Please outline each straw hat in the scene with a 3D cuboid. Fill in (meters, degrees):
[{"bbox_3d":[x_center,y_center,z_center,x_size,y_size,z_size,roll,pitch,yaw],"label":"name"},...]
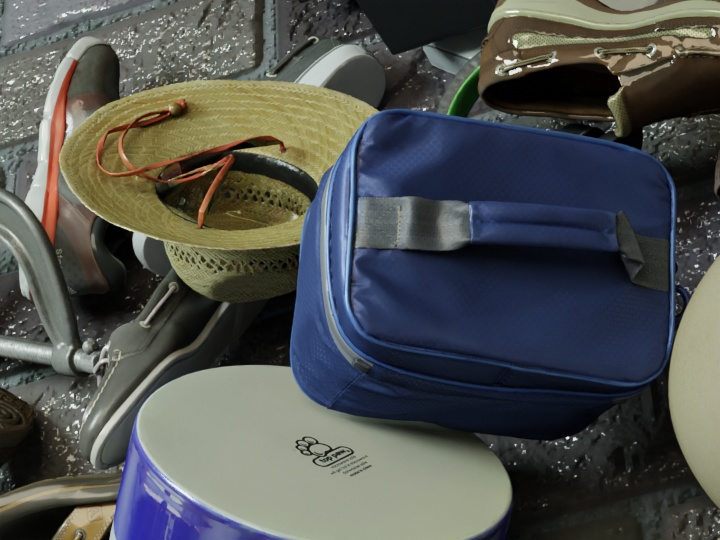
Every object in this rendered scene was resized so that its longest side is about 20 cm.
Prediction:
[{"bbox_3d":[-0.070,-0.030,1.328,0.199,0.086,0.202,0,33,0],"label":"straw hat"}]

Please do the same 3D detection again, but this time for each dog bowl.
[{"bbox_3d":[-0.025,0.126,1.178,0.198,0.079,0.200,11,21,-4],"label":"dog bowl"}]

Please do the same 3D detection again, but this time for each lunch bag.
[{"bbox_3d":[0.071,0.004,1.180,0.198,0.132,0.137,6,72,-12],"label":"lunch bag"}]

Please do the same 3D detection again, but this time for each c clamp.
[{"bbox_3d":[-0.213,0.028,1.406,0.027,0.172,0.199,-30,26,-32],"label":"c clamp"}]

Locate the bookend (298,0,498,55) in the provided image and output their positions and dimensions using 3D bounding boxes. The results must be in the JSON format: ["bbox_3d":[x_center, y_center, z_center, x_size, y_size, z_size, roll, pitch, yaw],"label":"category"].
[{"bbox_3d":[0.017,-0.212,1.469,0.197,0.092,0.201,-16,43,25],"label":"bookend"}]

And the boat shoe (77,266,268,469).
[{"bbox_3d":[-0.116,0.041,1.348,0.057,0.067,0.200,28,45,14],"label":"boat shoe"}]

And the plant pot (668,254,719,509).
[{"bbox_3d":[0.226,0.058,1.129,0.134,0.200,0.201,-20,36,60],"label":"plant pot"}]

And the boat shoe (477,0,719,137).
[{"bbox_3d":[0.158,-0.102,1.274,0.201,0.075,0.075,7,57,29],"label":"boat shoe"}]

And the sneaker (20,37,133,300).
[{"bbox_3d":[-0.165,-0.060,1.489,0.081,0.077,0.201,6,56,0],"label":"sneaker"}]

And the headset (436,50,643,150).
[{"bbox_3d":[0.096,-0.049,1.323,0.122,0.094,0.202,-8,67,22],"label":"headset"}]

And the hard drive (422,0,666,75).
[{"bbox_3d":[0.146,-0.191,1.459,0.131,0.026,0.200,24,67,38],"label":"hard drive"}]

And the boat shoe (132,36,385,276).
[{"bbox_3d":[-0.070,-0.073,1.451,0.200,0.069,0.056,-41,44,-17],"label":"boat shoe"}]

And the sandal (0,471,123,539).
[{"bbox_3d":[-0.147,0.148,1.304,0.198,0.082,0.055,-11,71,-1],"label":"sandal"}]

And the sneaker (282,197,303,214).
[{"bbox_3d":[0.000,0.000,1.361,0.082,0.077,0.201,-37,37,16],"label":"sneaker"}]

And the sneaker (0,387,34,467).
[{"bbox_3d":[-0.251,0.115,1.345,0.070,0.200,0.076,29,104,5],"label":"sneaker"}]

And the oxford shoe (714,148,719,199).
[{"bbox_3d":[0.283,-0.053,1.253,0.199,0.071,0.073,8,61,44],"label":"oxford shoe"}]
